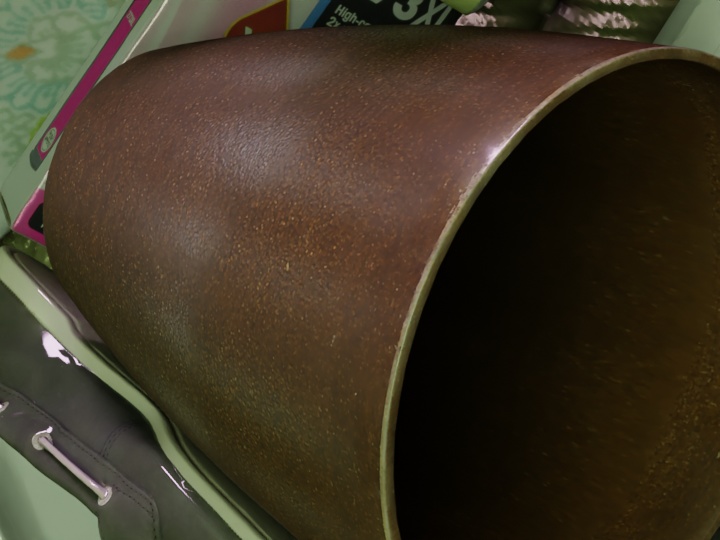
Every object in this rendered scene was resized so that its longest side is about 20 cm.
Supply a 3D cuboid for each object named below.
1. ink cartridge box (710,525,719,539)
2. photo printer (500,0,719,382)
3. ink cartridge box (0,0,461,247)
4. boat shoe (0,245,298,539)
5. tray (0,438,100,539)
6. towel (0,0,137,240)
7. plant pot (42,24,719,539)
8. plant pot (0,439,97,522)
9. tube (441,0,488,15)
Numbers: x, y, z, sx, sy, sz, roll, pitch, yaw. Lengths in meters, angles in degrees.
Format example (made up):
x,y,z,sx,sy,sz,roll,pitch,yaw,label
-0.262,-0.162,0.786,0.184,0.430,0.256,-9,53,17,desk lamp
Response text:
x,y,z,sx,sy,sz,roll,pitch,yaw,label
0.213,0.122,0.899,0.200,0.050,0.109,43,97,-4,ink cartridge box
0.162,-0.027,0.945,0.166,0.069,0.200,33,105,9,photo printer
-0.031,-0.078,0.987,0.095,0.037,0.200,28,104,-26,ink cartridge box
-0.074,0.067,0.938,0.057,0.067,0.200,-53,51,8,boat shoe
-0.064,0.120,1.028,0.107,0.022,0.200,-25,90,-27,tray
-0.171,-0.072,0.992,0.200,0.171,0.048,-43,45,17,towel
0.000,0.000,0.890,0.200,0.187,0.187,21,103,39,plant pot
-0.170,0.156,1.027,0.093,0.201,0.201,-24,91,58,plant pot
-0.036,-0.154,0.918,0.200,0.058,0.052,32,88,-5,tube
